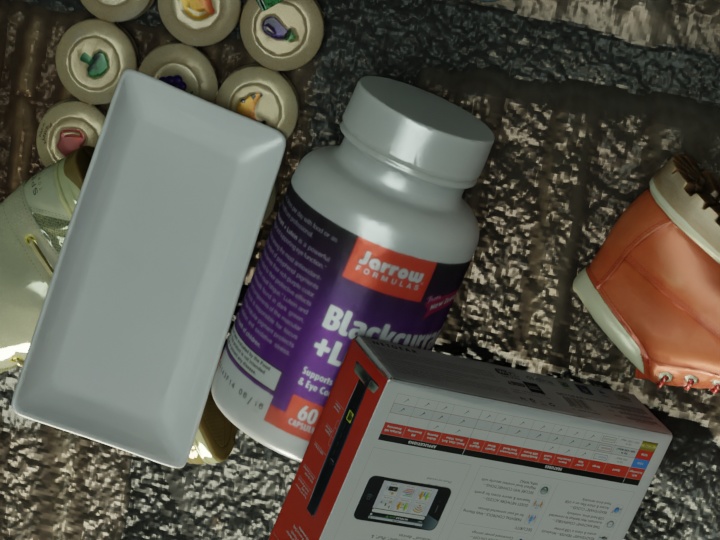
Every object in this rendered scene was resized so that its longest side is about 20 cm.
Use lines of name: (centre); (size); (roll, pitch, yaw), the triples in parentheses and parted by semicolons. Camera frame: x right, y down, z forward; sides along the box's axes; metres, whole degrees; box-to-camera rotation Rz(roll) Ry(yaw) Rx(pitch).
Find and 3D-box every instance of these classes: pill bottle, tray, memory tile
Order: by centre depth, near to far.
pill bottle: (0.000, 0.000, 1.159); (0.111, 0.111, 0.201); (23, 107, 4)
tray: (-0.118, -0.001, 1.160); (0.107, 0.022, 0.202); (21, 79, -21)
memory tile: (-0.100, -0.130, 1.194); (0.152, 0.017, 0.202); (17, 106, 5)

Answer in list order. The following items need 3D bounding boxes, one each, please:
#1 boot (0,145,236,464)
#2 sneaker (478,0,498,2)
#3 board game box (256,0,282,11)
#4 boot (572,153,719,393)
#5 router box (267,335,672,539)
boot: (-0.174, 0.044, 1.224); (0.154, 0.072, 0.201); (-24, 103, 18)
sneaker: (0.087, -0.200, 1.063); (0.096, 0.079, 0.201); (58, 154, 29)
board game box: (-0.051, -0.251, 1.110); (0.104, 0.023, 0.201); (-28, 113, -5)
boot: (0.211, 0.042, 1.157); (0.200, 0.075, 0.107); (46, 110, 6)
router box: (0.053, 0.142, 1.162); (0.199, 0.049, 0.181); (13, 110, -32)
